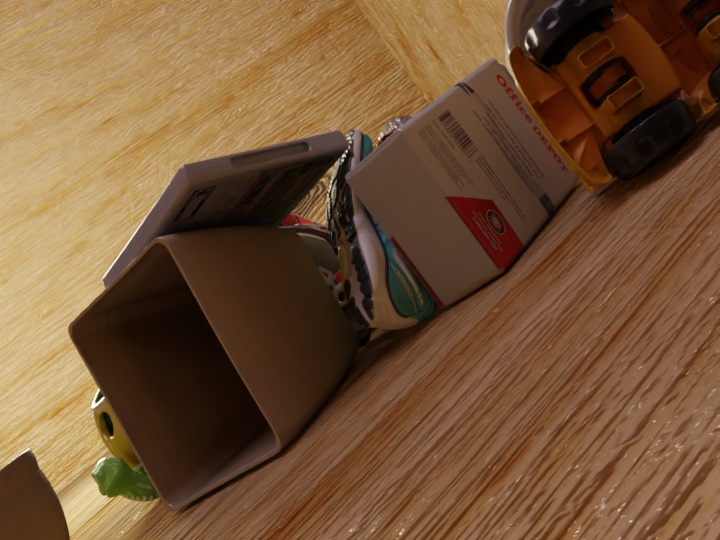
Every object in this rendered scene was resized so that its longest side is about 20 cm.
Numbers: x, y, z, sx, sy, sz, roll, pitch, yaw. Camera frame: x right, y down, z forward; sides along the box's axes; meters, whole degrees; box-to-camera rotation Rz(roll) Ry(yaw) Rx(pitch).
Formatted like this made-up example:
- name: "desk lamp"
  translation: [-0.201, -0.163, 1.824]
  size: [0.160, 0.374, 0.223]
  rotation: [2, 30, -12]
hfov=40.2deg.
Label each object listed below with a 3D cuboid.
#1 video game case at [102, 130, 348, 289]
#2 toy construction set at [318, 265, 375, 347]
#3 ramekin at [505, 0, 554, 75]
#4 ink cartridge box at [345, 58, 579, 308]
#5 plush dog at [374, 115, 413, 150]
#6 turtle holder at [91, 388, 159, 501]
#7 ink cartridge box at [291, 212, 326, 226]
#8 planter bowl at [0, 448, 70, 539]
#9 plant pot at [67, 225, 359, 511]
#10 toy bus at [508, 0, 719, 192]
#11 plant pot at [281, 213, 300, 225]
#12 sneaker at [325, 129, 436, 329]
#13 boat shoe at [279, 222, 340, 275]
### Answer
- name: "video game case"
  translation: [-0.126, -0.052, 0.903]
  size: [0.180, 0.022, 0.200]
  rotation: [-20, -16, -42]
- name: "toy construction set"
  translation: [0.000, 0.000, 0.998]
  size: [0.091, 0.133, 0.200]
  rotation: [-1, -30, -36]
- name: "ramekin"
  translation: [0.253, -0.254, 1.092]
  size: [0.199, 0.202, 0.098]
  rotation: [-38, -4, -2]
- name: "ink cartridge box"
  translation: [0.099, -0.085, 0.887]
  size: [0.083, 0.145, 0.200]
  rotation: [-34, 5, 43]
- name: "plush dog"
  translation: [0.087, -0.125, 1.286]
  size: [0.159, 0.173, 0.200]
  rotation: [-36, 3, 15]
- name: "turtle holder"
  translation: [-0.247, 0.178, 1.139]
  size: [0.188, 0.131, 0.140]
  rotation: [-60, 21, -19]
- name: "ink cartridge box"
  translation: [-0.051, -0.025, 1.306]
  size: [0.161, 0.196, 0.051]
  rotation: [159, 130, -77]
- name: "planter bowl"
  translation: [-0.330, 0.273, 0.856]
  size: [0.199, 0.135, 0.200]
  rotation: [-39, 4, 3]
- name: "plant pot"
  translation: [-0.119, 0.072, 0.923]
  size: [0.199, 0.202, 0.176]
  rotation: [-35, -5, 42]
- name: "toy bus"
  translation: [0.228, -0.155, 0.783]
  size: [0.199, 0.137, 0.192]
  rotation: [-36, -12, 6]
- name: "plant pot"
  translation: [-0.156, 0.013, 1.199]
  size: [0.182, 0.201, 0.200]
  rotation: [-43, 6, -28]
- name: "sneaker"
  translation: [0.017, -0.037, 0.898]
  size: [0.078, 0.203, 0.078]
  rotation: [-1, -29, -22]
- name: "boat shoe"
  translation: [-0.055, -0.022, 1.117]
  size: [0.071, 0.063, 0.199]
  rotation: [-45, -28, 18]
